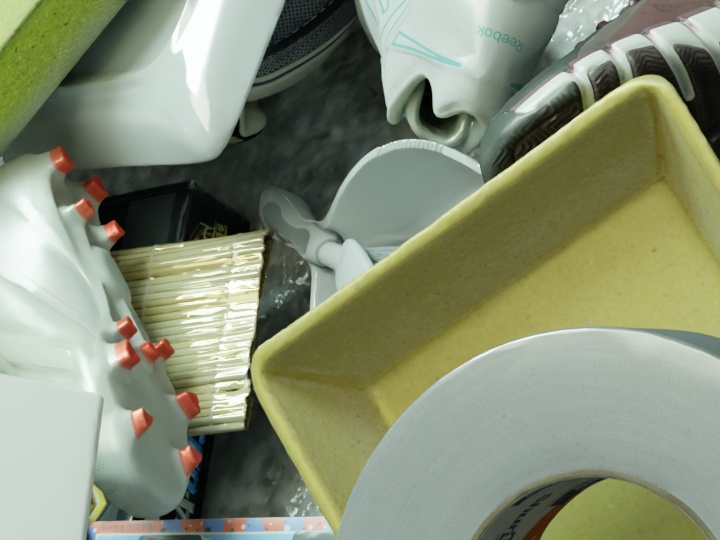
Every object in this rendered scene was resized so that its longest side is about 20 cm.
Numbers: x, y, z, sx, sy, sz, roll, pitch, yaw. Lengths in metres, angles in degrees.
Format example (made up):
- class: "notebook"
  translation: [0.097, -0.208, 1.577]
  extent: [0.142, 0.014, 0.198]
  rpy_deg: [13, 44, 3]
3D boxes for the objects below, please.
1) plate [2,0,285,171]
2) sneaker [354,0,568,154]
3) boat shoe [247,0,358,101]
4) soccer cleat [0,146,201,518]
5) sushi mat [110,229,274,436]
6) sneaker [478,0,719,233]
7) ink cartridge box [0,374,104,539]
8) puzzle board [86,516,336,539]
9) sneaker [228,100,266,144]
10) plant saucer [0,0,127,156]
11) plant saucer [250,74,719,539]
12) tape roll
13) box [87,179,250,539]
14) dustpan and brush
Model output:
- class: "plate"
  translation: [-0.087, -0.140, 1.233]
  extent: [0.200, 0.032, 0.201]
  rpy_deg: [0, 65, 56]
- class: "sneaker"
  translation: [0.030, -0.090, 1.139]
  extent: [0.200, 0.070, 0.081]
  rpy_deg: [-178, 105, -81]
- class: "boat shoe"
  translation: [-0.006, -0.166, 1.213]
  extent: [0.075, 0.093, 0.200]
  rpy_deg: [37, 78, 7]
- class: "soccer cleat"
  translation: [-0.123, 0.034, 1.166]
  extent: [0.077, 0.069, 0.201]
  rpy_deg: [-34, 49, 11]
- class: "sushi mat"
  translation: [-0.133, 0.035, 1.214]
  extent: [0.199, 0.012, 0.096]
  rpy_deg: [-7, 62, 22]
- class: "sneaker"
  translation: [0.122, -0.090, 1.086]
  extent: [0.199, 0.076, 0.116]
  rpy_deg: [-24, 35, -9]
- class: "ink cartridge box"
  translation: [-0.177, 0.149, 1.036]
  extent: [0.129, 0.124, 0.201]
  rpy_deg: [122, 156, -58]
- class: "puzzle board"
  translation: [-0.036, 0.169, 1.094]
  extent: [0.199, 0.017, 0.152]
  rpy_deg: [-4, 69, 28]
- class: "sneaker"
  translation: [-0.039, -0.146, 1.292]
  extent: [0.076, 0.075, 0.201]
  rpy_deg: [23, 87, 29]
- class: "plant saucer"
  translation: [-0.167, -0.123, 1.254]
  extent: [0.200, 0.048, 0.200]
  rpy_deg: [-49, 32, 14]
- class: "plant saucer"
  translation: [0.087, 0.064, 1.019]
  extent: [0.200, 0.048, 0.201]
  rpy_deg: [-36, 75, 21]
- class: "tape roll"
  translation: [0.090, 0.119, 0.954]
  extent: [0.199, 0.066, 0.202]
  rpy_deg: [-1, 88, 26]
- class: "box"
  translation: [-0.136, 0.068, 1.255]
  extent: [0.158, 0.046, 0.201]
  rpy_deg: [-10, 60, 37]
- class: "dustpan and brush"
  translation: [0.000, 0.000, 1.156]
  extent: [0.200, 0.057, 0.140]
  rpy_deg: [-126, 48, -70]
